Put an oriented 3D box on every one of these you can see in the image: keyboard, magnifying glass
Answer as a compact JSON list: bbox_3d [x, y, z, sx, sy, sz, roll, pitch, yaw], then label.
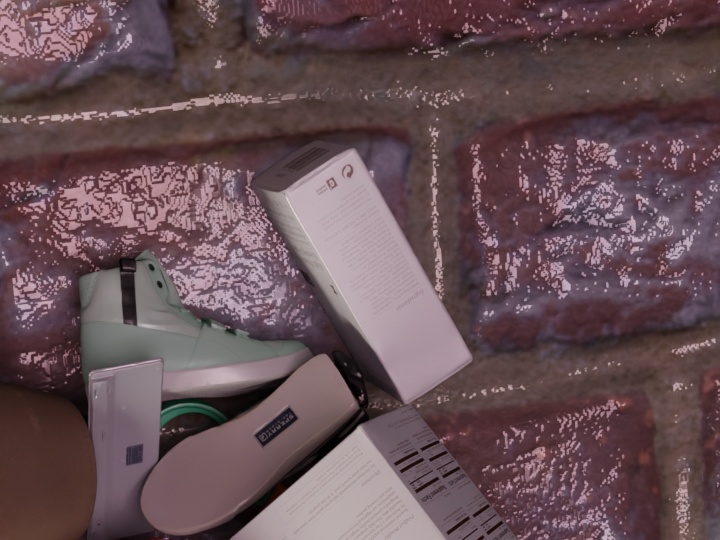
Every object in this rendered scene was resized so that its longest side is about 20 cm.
[{"bbox_3d":[-0.179,0.140,1.324,0.056,0.011,0.201,-15,138,-23],"label":"keyboard"},{"bbox_3d":[-0.092,0.172,1.414,0.199,0.022,0.080,32,86,-22],"label":"magnifying glass"}]

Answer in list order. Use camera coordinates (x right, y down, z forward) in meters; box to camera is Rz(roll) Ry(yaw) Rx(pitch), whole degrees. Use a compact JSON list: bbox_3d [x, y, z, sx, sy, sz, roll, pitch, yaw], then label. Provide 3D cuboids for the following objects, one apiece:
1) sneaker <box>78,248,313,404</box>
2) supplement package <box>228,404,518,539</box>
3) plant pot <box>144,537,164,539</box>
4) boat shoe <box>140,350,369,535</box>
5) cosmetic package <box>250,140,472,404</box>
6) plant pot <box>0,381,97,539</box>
[{"bbox_3d":[-0.126,0.037,1.355,0.199,0.074,0.120,-2,75,-36],"label":"sneaker"},{"bbox_3d":[0.014,0.244,1.318,0.191,0.147,0.201,-41,80,15],"label":"supplement package"},{"bbox_3d":[-0.210,0.318,1.298,0.180,0.200,0.203,-13,102,-13],"label":"plant pot"},{"bbox_3d":[-0.075,0.146,1.368,0.199,0.093,0.075,-33,70,-1],"label":"boat shoe"},{"bbox_3d":[0.000,0.000,1.381,0.074,0.102,0.201,-32,106,-12],"label":"cosmetic package"},{"bbox_3d":[-0.292,0.150,1.265,0.173,0.199,0.203,-3,99,-38],"label":"plant pot"}]
